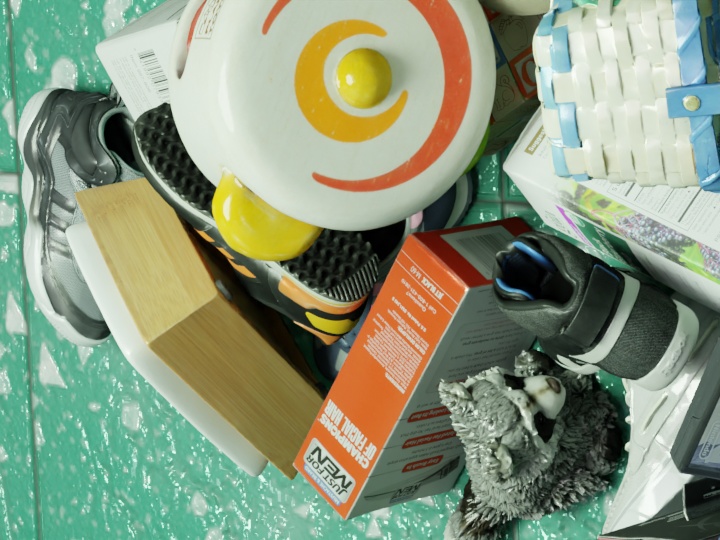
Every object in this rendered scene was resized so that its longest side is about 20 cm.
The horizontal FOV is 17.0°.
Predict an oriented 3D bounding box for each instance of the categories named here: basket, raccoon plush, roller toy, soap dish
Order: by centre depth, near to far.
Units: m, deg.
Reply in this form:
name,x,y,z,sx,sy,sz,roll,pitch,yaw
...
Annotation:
name,x,y,z,sx,sy,sz,roll,pitch,yaw
basket,0.200,-0.120,1.334,0.199,0.176,0.140,-3,110,12
roller toy,-0.019,-0.116,1.459,0.183,0.199,0.140,71,165,-11
raccoon plush,0.084,0.138,1.552,0.097,0.134,0.200,39,121,30
soap dish,-0.108,0.037,1.664,0.081,0.200,0.158,-36,48,6

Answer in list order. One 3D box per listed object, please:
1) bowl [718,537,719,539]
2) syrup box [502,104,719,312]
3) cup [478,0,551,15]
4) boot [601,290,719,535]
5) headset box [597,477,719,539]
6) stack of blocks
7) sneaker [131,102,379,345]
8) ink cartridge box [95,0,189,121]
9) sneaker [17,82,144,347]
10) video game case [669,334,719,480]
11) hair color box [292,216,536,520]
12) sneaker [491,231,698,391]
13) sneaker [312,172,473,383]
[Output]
name,x,y,z,sx,sy,sz,roll,pitch,yaw
bowl,0.281,0.189,1.353,0.039,0.200,0.201,-138,50,-68
syrup box,0.191,-0.038,1.443,0.200,0.079,0.082,28,78,35
cup,0.082,-0.271,1.424,0.200,0.143,0.201,-23,54,36
boot,0.193,0.094,1.501,0.096,0.073,0.200,52,123,34
headset box,0.222,0.221,1.431,0.075,0.148,0.201,-2,97,48
stack of blocks,0.109,-0.166,1.529,0.200,0.058,0.115,-33,75,41
sneaker,-0.079,-0.025,1.594,0.200,0.070,0.090,39,146,14
ink cartridge box,-0.069,-0.122,1.629,0.200,0.084,0.145,-7,116,54
sneaker,-0.197,-0.044,1.817,0.114,0.075,0.201,-8,89,45
video game case,0.289,0.040,1.331,0.026,0.180,0.201,-109,34,-58
hair color box,0.046,0.064,1.592,0.064,0.111,0.200,44,123,29
sneaker,0.122,0.012,1.465,0.073,0.112,0.200,-62,15,-4
sneaker,0.000,0.000,1.641,0.070,0.082,0.200,42,124,28
